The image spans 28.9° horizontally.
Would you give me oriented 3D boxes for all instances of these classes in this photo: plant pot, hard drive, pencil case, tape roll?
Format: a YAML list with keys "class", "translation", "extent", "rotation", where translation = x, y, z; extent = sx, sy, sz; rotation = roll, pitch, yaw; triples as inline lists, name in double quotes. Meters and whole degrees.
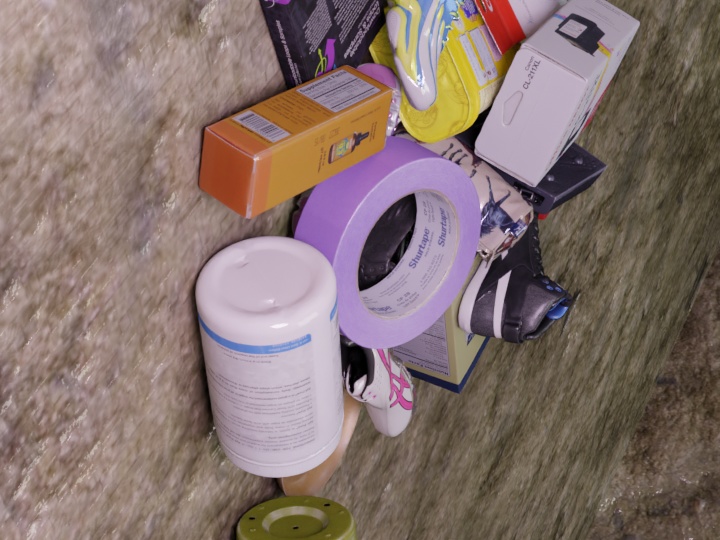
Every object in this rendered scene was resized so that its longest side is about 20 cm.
- class: "plant pot"
  translation: [-0.065, 0.359, 1.519]
  extent: [0.200, 0.198, 0.196]
  rotation: [-32, 125, -58]
- class: "hard drive"
  translation: [0.170, -0.140, 1.606]
  extent: [0.134, 0.199, 0.043]
  rotation: [-29, 146, -46]
- class: "pencil case"
  translation: [0.097, -0.098, 1.530]
  extent: [0.089, 0.200, 0.078]
  rotation: [-44, 174, -45]
- class: "plant pot"
  translation: [-0.050, 0.165, 1.597]
  extent: [0.200, 0.027, 0.202]
  rotation: [-50, 150, -43]
- class: "tape roll"
  translation: [0.028, -0.027, 1.384]
  extent: [0.199, 0.065, 0.202]
  rotation: [-24, 127, -35]

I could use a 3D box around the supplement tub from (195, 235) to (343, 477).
- class: "supplement tub"
  translation: [-0.082, 0.081, 1.315]
  extent: [0.132, 0.131, 0.202]
  rotation: [-51, 150, -42]

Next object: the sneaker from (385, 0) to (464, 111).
- class: "sneaker"
  translation: [0.075, -0.262, 1.366]
  extent: [0.076, 0.104, 0.203]
  rotation: [39, 41, -83]

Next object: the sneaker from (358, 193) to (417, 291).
- class: "sneaker"
  translation: [0.001, 0.001, 1.486]
  extent: [0.202, 0.103, 0.060]
  rotation: [-68, 158, -10]

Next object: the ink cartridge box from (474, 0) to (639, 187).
- class: "ink cartridge box"
  translation: [0.218, -0.203, 1.545]
  extent: [0.200, 0.082, 0.147]
  rotation: [-46, 164, -52]

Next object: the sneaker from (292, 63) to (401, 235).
- class: "sneaker"
  translation: [-0.007, -0.114, 1.427]
  extent: [0.088, 0.080, 0.202]
  rotation: [-18, 129, -69]

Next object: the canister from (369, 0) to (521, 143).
- class: "canister"
  translation: [0.101, -0.235, 1.516]
  extent: [0.150, 0.086, 0.200]
  rotation: [65, 32, -7]

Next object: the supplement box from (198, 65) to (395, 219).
- class: "supplement box"
  translation: [-0.054, -0.119, 1.263]
  extent: [0.199, 0.068, 0.067]
  rotation: [-29, 141, -43]

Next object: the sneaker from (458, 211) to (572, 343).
- class: "sneaker"
  translation: [0.198, -0.004, 1.584]
  extent: [0.202, 0.111, 0.073]
  rotation: [-65, 157, -19]

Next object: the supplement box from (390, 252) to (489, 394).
- class: "supplement box"
  translation: [0.095, -0.004, 1.666]
  extent: [0.201, 0.133, 0.201]
  rotation: [-57, 153, -33]

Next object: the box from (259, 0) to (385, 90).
- class: "box"
  translation: [-0.034, -0.253, 1.301]
  extent: [0.144, 0.036, 0.201]
  rotation: [-60, 154, -26]

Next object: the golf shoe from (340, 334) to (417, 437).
- class: "golf shoe"
  translation: [0.008, 0.119, 1.580]
  extent: [0.092, 0.072, 0.202]
  rotation: [-46, 137, -36]

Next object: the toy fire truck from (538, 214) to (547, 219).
- class: "toy fire truck"
  translation: [0.189, -0.160, 1.732]
  extent: [0.049, 0.139, 0.201]
  rotation: [80, 24, -49]

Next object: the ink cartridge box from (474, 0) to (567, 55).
- class: "ink cartridge box"
  translation: [0.162, -0.336, 1.549]
  extent: [0.162, 0.047, 0.200]
  rotation: [63, 25, -9]
